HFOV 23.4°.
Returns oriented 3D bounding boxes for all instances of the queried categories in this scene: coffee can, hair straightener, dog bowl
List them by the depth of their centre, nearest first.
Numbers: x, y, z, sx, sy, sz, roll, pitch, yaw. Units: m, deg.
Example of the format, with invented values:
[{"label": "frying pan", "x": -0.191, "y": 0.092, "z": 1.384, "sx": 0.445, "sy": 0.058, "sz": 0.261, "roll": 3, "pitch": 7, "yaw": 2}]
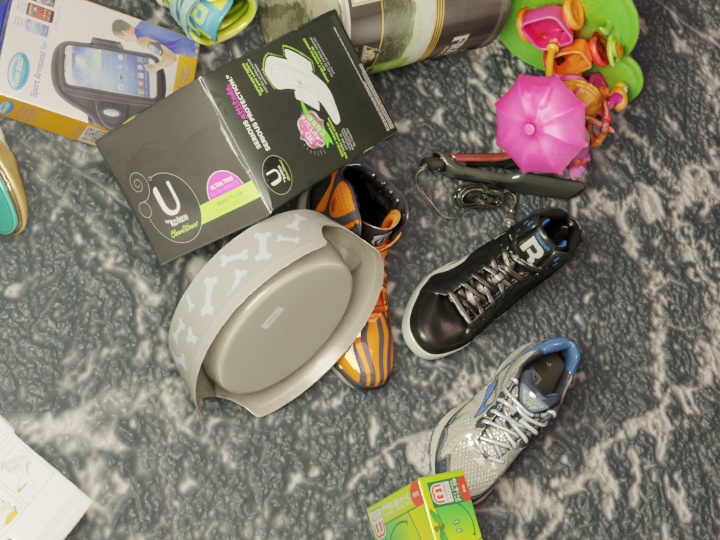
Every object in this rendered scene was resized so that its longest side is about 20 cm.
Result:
[{"label": "dog bowl", "x": -0.074, "y": 0.035, "z": 1.437, "sx": 0.199, "sy": 0.201, "sz": 0.059, "roll": -27, "pitch": 58, "yaw": -34}, {"label": "coffee can", "x": 0.022, "y": -0.262, "z": 1.634, "sx": 0.198, "sy": 0.146, "sz": 0.148, "roll": -18, "pitch": 78, "yaw": -32}, {"label": "hair straightener", "x": 0.137, "y": -0.081, "z": 1.678, "sx": 0.198, "sy": 0.041, "sz": 0.078, "roll": 1, "pitch": 69, "yaw": -33}]

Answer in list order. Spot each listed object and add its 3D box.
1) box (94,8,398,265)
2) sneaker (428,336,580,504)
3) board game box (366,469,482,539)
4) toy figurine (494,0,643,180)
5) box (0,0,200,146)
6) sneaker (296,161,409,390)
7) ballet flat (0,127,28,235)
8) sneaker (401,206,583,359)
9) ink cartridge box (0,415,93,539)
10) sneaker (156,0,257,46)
[{"label": "box", "x": -0.094, "y": -0.114, "z": 1.473, "sx": 0.200, "sy": 0.148, "sz": 0.125, "roll": -35, "pitch": 99, "yaw": -49}, {"label": "sneaker", "x": 0.133, "y": 0.127, "z": 1.565, "sx": 0.077, "sy": 0.085, "sz": 0.200, "roll": 42, "pitch": 57, "yaw": -6}, {"label": "board game box", "x": 0.072, "y": 0.280, "z": 1.458, "sx": 0.047, "sy": 0.102, "sz": 0.202, "roll": -7, "pitch": 73, "yaw": -30}, {"label": "toy figurine", "x": 0.194, "y": -0.162, "z": 1.679, "sx": 0.200, "sy": 0.149, "sz": 0.186, "roll": 49, "pitch": 44, "yaw": -37}, {"label": "box", "x": -0.244, "y": -0.176, "z": 1.521, "sx": 0.198, "sy": 0.041, "sz": 0.120, "roll": 18, "pitch": 62, "yaw": -23}, {"label": "sneaker", "x": 0.000, "y": 0.000, "z": 1.530, "sx": 0.077, "sy": 0.112, "sz": 0.202, "roll": -9, "pitch": 78, "yaw": -30}, {"label": "ballet flat", "x": -0.332, "y": -0.119, "z": 1.437, "sx": 0.200, "sy": 0.069, "sz": 0.063, "roll": 49, "pitch": 42, "yaw": -3}, {"label": "sneaker", "x": 0.126, "y": 0.000, "z": 1.599, "sx": 0.200, "sy": 0.112, "sz": 0.073, "roll": -38, "pitch": 88, "yaw": -34}, {"label": "ink cartridge box", "x": -0.329, "y": 0.194, "z": 1.319, "sx": 0.173, "sy": 0.044, "sz": 0.200, "roll": 42, "pitch": 56, "yaw": -7}, {"label": "sneaker", "x": -0.178, "y": -0.265, "z": 1.549, "sx": 0.198, "sy": 0.080, "sz": 0.131, "roll": 3, "pitch": 46, "yaw": -26}]
